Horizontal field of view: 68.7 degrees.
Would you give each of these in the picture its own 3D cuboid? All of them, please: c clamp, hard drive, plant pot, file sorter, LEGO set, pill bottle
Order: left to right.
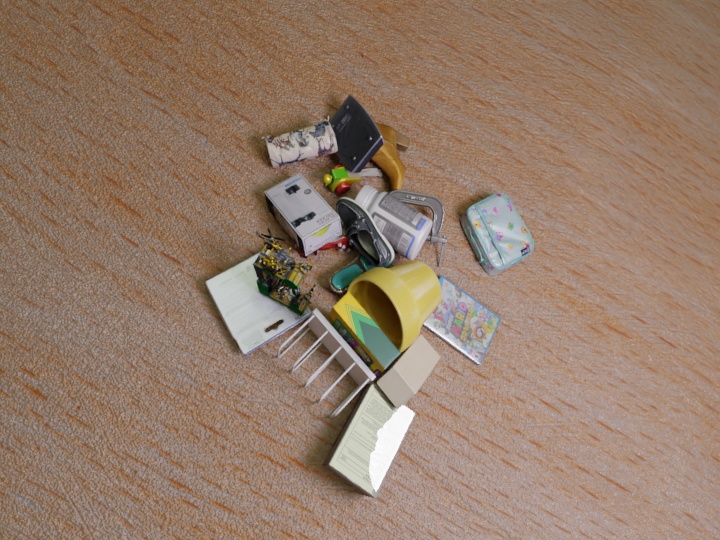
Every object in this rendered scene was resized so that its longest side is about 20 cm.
[{"bbox_3d":[-0.162,-0.005,1.197,0.149,0.202,0.118,21,63,17],"label":"LEGO set"},{"bbox_3d":[-0.083,0.219,1.199,0.124,0.139,0.200,-41,84,-19],"label":"file sorter"},{"bbox_3d":[-0.016,-0.360,1.401,0.042,0.135,0.203,21,30,-47],"label":"hard drive"},{"bbox_3d":[0.075,-0.125,1.332,0.196,0.115,0.115,33,67,10],"label":"pill bottle"},{"bbox_3d":[0.093,0.075,1.268,0.186,0.201,0.204,-27,78,-36],"label":"plant pot"},{"bbox_3d":[0.143,-0.119,1.396,0.193,0.027,0.177,16,100,3],"label":"c clamp"}]

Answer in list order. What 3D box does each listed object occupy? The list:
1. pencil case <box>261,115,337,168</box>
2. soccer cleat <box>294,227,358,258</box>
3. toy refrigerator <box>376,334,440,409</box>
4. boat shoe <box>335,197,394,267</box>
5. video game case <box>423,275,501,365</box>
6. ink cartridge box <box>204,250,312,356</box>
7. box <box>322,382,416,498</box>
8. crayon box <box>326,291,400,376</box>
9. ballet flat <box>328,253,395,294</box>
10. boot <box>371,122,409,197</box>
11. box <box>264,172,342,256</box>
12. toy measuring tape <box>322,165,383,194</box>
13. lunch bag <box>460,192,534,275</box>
[{"bbox_3d":[-0.160,-0.333,1.381,0.192,0.078,0.093,-15,86,-3],"label":"pencil case"},{"bbox_3d":[-0.075,-0.090,1.346,0.192,0.069,0.088,-10,72,-12],"label":"soccer cleat"},{"bbox_3d":[0.113,0.231,1.219,0.076,0.070,0.199,47,28,6],"label":"toy refrigerator"},{"bbox_3d":[-0.001,-0.089,1.282,0.202,0.074,0.066,54,43,1],"label":"boat shoe"},{"bbox_3d":[0.257,0.127,1.370,0.197,0.018,0.145,34,68,1],"label":"video game case"},{"bbox_3d":[-0.243,0.071,1.264,0.195,0.041,0.204,-28,80,-20],"label":"ink cartridge box"},{"bbox_3d":[0.020,0.379,1.181,0.126,0.109,0.203,33,68,0],"label":"box"},{"bbox_3d":[-0.005,0.158,1.202,0.058,0.201,0.174,-37,82,-22],"label":"crayon box"},{"bbox_3d":[0.000,0.000,1.331,0.195,0.065,0.072,-25,80,-22],"label":"ballet flat"},{"bbox_3d":[0.055,-0.300,1.434,0.139,0.071,0.209,14,71,-14],"label":"boot"},{"bbox_3d":[-0.143,-0.143,1.309,0.114,0.061,0.201,-29,56,-18],"label":"box"},{"bbox_3d":[-0.027,-0.246,1.423,0.195,0.073,0.076,-12,72,-40],"label":"toy measuring tape"},{"bbox_3d":[0.372,-0.097,1.441,0.156,0.077,0.205,-23,78,-19],"label":"lunch bag"}]
